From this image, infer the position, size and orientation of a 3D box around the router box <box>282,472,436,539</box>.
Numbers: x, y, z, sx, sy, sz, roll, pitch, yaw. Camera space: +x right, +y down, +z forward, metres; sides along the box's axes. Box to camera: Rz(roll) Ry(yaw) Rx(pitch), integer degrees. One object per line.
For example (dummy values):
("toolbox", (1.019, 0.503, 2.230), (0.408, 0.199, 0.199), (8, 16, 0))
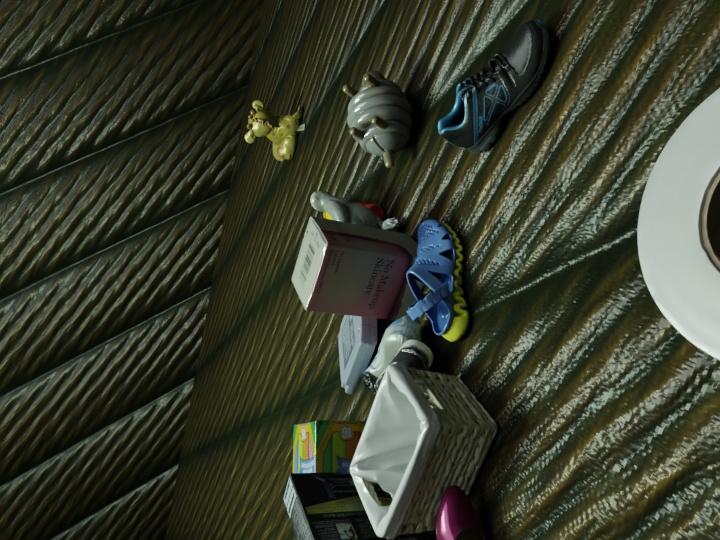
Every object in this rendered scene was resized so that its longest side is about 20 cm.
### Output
("router box", (0.000, 0.373, 0.811), (0.157, 0.199, 0.052), (44, 121, 61))

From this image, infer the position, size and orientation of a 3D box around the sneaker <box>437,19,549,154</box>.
("sneaker", (0.184, -0.254, 0.754), (0.200, 0.082, 0.073), (-61, 30, 35))

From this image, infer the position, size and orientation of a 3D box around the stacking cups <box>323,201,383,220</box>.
("stacking cups", (-0.018, -0.121, 1.167), (0.200, 0.060, 0.061), (15, 96, 65))

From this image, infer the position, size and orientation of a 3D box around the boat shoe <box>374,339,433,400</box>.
("boat shoe", (0.058, 0.193, 0.863), (0.060, 0.074, 0.200), (-46, -14, -45))

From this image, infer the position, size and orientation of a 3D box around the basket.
("basket", (0.084, 0.252, 0.760), (0.136, 0.123, 0.201), (52, 128, 58))

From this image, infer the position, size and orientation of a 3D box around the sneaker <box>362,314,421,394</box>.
("sneaker", (0.058, 0.153, 0.931), (0.073, 0.072, 0.200), (-47, -14, -43))

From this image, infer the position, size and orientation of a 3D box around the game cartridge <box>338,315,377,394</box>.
("game cartridge", (-0.007, 0.125, 1.047), (0.200, 0.041, 0.134), (-99, 30, -63))

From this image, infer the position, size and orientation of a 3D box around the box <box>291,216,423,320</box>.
("box", (0.000, 0.000, 0.926), (0.109, 0.199, 0.128), (55, 131, 55))

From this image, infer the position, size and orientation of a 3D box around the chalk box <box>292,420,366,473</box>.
("chalk box", (-0.050, 0.386, 1.006), (0.124, 0.124, 0.201), (-35, 53, 58))

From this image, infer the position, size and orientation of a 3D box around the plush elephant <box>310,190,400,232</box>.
("plush elephant", (-0.033, -0.045, 1.047), (0.200, 0.165, 0.155), (12, 54, 47))

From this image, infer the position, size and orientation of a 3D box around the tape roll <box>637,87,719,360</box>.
("tape roll", (0.311, -0.027, 0.346), (0.203, 0.139, 0.204), (-29, 57, 59))

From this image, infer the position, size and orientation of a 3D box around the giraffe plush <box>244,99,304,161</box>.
("giraffe plush", (-0.284, -0.450, 1.714), (0.200, 0.161, 0.174), (-22, 62, 62))

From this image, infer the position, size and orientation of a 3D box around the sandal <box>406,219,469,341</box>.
("sandal", (0.109, 0.007, 0.829), (0.080, 0.087, 0.201), (131, 142, -52))

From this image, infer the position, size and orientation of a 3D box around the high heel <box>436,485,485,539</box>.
("high heel", (0.151, 0.365, 0.653), (0.096, 0.067, 0.201), (-42, 58, 59))

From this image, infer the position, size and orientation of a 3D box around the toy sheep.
("toy sheep", (0.036, -0.287, 1.025), (0.138, 0.137, 0.201), (-30, 62, 59))
